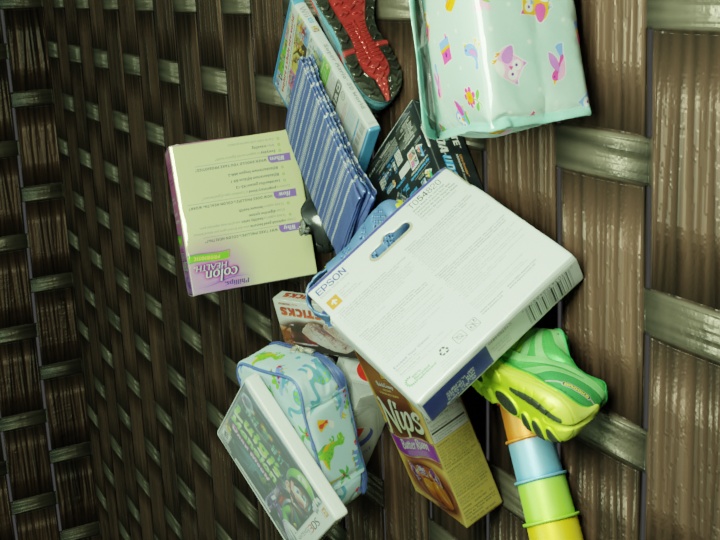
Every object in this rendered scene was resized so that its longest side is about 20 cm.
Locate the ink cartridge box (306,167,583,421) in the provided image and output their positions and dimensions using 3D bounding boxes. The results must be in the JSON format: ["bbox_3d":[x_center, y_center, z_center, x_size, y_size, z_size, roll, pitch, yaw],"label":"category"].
[{"bbox_3d":[0.075,0.015,1.066,0.200,0.199,0.041,42,171,44],"label":"ink cartridge box"}]

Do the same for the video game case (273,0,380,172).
[{"bbox_3d":[-0.044,-0.194,1.307,0.202,0.018,0.144,60,154,23],"label":"video game case"}]

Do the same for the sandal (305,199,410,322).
[{"bbox_3d":[0.000,0.000,1.234,0.080,0.086,0.201,65,145,31],"label":"sandal"}]

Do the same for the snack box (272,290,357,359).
[{"bbox_3d":[-0.020,0.070,1.372,0.198,0.024,0.073,6,120,37],"label":"snack box"}]

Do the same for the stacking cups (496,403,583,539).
[{"bbox_3d":[0.174,0.182,1.093,0.060,0.060,0.203,142,121,-61],"label":"stacking cups"}]

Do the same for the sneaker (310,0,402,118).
[{"bbox_3d":[-0.021,-0.267,1.307,0.096,0.078,0.203,132,124,-61],"label":"sneaker"}]

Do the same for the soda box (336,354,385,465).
[{"bbox_3d":[-0.011,0.188,1.459,0.069,0.063,0.201,61,149,31],"label":"soda box"}]

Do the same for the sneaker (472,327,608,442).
[{"bbox_3d":[0.154,0.087,1.055,0.200,0.083,0.075,43,147,45],"label":"sneaker"}]

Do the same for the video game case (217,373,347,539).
[{"bbox_3d":[-0.103,0.247,1.395,0.201,0.023,0.182,55,149,14],"label":"video game case"}]

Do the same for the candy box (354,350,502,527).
[{"bbox_3d":[0.072,0.165,1.214,0.116,0.056,0.202,22,137,61],"label":"candy box"}]

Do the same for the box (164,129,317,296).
[{"bbox_3d":[-0.165,-0.079,1.545,0.097,0.173,0.204,178,82,-77],"label":"box"}]

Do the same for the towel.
[{"bbox_3d":[-0.038,-0.126,1.287,0.145,0.023,0.202,112,140,-57],"label":"towel"}]

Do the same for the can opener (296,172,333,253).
[{"bbox_3d":[-0.057,-0.109,1.459,0.064,0.077,0.202,95,162,-52],"label":"can opener"}]

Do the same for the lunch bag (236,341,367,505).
[{"bbox_3d":[-0.075,0.193,1.408,0.160,0.082,0.203,9,119,51],"label":"lunch bag"}]

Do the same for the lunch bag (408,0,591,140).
[{"bbox_3d":[0.108,-0.207,1.013,0.200,0.120,0.173,-167,67,-71],"label":"lunch bag"}]

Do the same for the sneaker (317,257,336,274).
[{"bbox_3d":[-0.029,0.044,1.446,0.083,0.074,0.201,41,138,7],"label":"sneaker"}]

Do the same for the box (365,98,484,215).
[{"bbox_3d":[0.064,-0.069,1.233,0.200,0.045,0.161,-52,52,57],"label":"box"}]
